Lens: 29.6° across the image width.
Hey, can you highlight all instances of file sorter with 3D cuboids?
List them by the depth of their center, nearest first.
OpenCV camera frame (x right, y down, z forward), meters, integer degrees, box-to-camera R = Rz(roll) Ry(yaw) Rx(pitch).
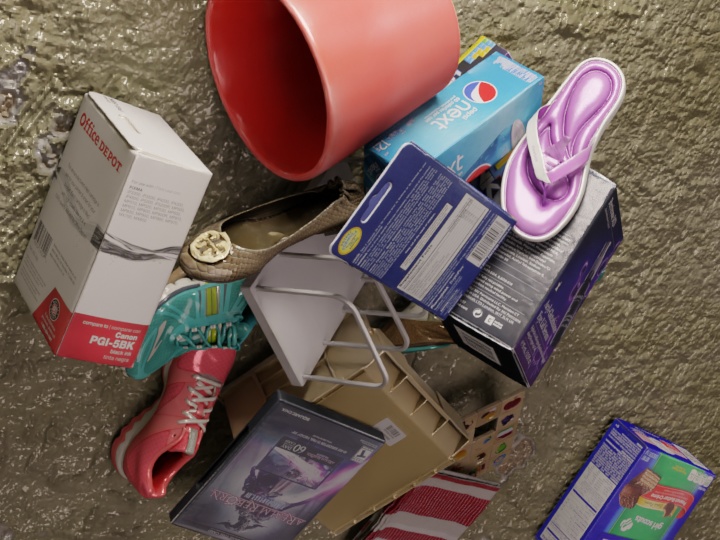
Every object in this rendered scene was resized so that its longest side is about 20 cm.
[{"bbox_3d":[0.000,0.000,1.350,0.201,0.123,0.140,-58,138,-35],"label":"file sorter"}]

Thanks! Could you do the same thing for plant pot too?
[{"bbox_3d":[-0.017,-0.202,1.248,0.176,0.200,0.203,-25,127,-29],"label":"plant pot"}]

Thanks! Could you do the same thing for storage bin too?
[{"bbox_3d":[-0.015,0.163,1.478,0.197,0.094,0.200,-33,130,11],"label":"storage bin"}]

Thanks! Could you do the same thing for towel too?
[{"bbox_3d":[0.067,0.321,1.668,0.143,0.023,0.201,17,120,-37],"label":"towel"}]

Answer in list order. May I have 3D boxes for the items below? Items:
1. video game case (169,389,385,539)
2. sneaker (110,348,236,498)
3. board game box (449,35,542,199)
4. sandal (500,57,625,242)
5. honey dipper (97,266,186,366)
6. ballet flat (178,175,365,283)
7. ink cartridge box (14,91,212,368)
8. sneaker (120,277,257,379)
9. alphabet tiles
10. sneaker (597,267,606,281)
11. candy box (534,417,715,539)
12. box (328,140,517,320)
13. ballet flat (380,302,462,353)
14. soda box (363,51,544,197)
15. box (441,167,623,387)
[{"bbox_3d":[-0.087,0.217,1.426,0.142,0.019,0.200,25,117,-32],"label":"video game case"},{"bbox_3d":[-0.178,0.150,1.410,0.073,0.087,0.201,24,102,-39],"label":"sneaker"},{"bbox_3d":[0.129,-0.119,1.460,0.165,0.057,0.200,-42,130,-2],"label":"board game box"},{"bbox_3d":[0.192,-0.126,1.323,0.204,0.082,0.050,-64,163,-15],"label":"sandal"},{"bbox_3d":[-0.196,0.015,1.358,0.200,0.038,0.038,-43,130,-8],"label":"honey dipper"},{"bbox_3d":[-0.076,-0.042,1.241,0.198,0.068,0.047,-21,146,-30],"label":"ballet flat"},{"bbox_3d":[-0.227,-0.037,1.234,0.082,0.147,0.202,13,110,-35],"label":"ink cartridge box"},{"bbox_3d":[-0.149,0.046,1.342,0.199,0.080,0.078,-33,149,-26],"label":"sneaker"},{"bbox_3d":[0.104,0.227,1.638,0.198,0.008,0.168,-22,147,-19],"label":"alphabet tiles"},{"bbox_3d":[0.192,0.029,1.578,0.197,0.072,0.081,-15,125,-14],"label":"sneaker"},{"bbox_3d":[0.357,0.319,1.835,0.168,0.077,0.201,24,104,-38],"label":"candy box"},{"bbox_3d":[0.053,-0.038,1.240,0.122,0.032,0.199,-53,141,6],"label":"box"},{"bbox_3d":[0.099,0.057,1.502,0.068,0.197,0.073,-1,90,-68],"label":"ballet flat"},{"bbox_3d":[0.091,-0.129,1.311,0.199,0.064,0.068,-37,145,-31],"label":"soda box"},{"bbox_3d":[0.174,-0.005,1.393,0.201,0.104,0.148,-56,158,-8],"label":"box"}]
